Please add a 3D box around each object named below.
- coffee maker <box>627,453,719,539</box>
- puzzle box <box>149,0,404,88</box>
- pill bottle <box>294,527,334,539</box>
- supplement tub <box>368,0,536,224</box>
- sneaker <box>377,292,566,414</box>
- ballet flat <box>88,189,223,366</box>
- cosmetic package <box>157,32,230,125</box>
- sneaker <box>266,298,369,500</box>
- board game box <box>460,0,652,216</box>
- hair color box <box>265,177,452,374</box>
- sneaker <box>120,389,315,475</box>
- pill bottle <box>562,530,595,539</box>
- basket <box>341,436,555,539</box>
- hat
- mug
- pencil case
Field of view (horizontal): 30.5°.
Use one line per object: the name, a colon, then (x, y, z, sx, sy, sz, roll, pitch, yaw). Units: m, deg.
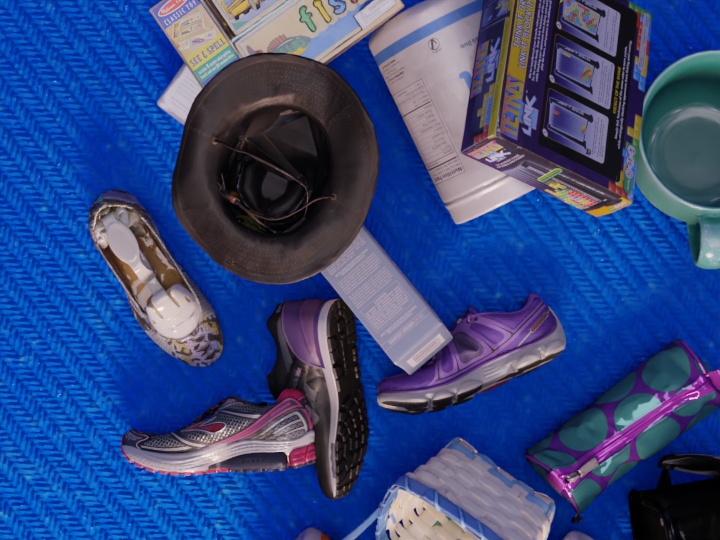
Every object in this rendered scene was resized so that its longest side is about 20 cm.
coffee maker: (0.378, 0.259, 1.259, 0.197, 0.192, 0.136, -11, 112, -4)
puzzle box: (-0.076, -0.240, 1.210, 0.199, 0.025, 0.134, -36, 92, 0)
pill bottle: (0.003, 0.350, 1.296, 0.199, 0.110, 0.110, 34, 91, -3)
supplement tub: (0.104, -0.162, 1.268, 0.131, 0.132, 0.202, -27, 93, -1)
sneaker: (0.104, 0.084, 1.318, 0.198, 0.081, 0.084, -23, 76, -8)
ballet flat: (-0.205, 0.012, 1.294, 0.072, 0.072, 0.201, -33, 94, -1)
cosmetic package: (-0.107, -0.217, 1.272, 0.071, 0.101, 0.201, 36, 90, -3)
sneaker: (-0.047, 0.126, 1.316, 0.087, 0.076, 0.203, 0, 100, 26)
board game box: (0.183, -0.173, 1.211, 0.164, 0.057, 0.202, 22, 67, -25)
hair color box: (0.000, 0.000, 1.259, 0.060, 0.099, 0.201, -39, 75, 1)
sneaker: (-0.138, 0.160, 1.290, 0.197, 0.081, 0.076, -6, 84, 12)
pill bottle: (0.186, 0.364, 1.281, 0.114, 0.114, 0.201, 38, 98, -3)
basket: (0.082, 0.273, 1.243, 0.176, 0.140, 0.200, 35, 48, 22)
hat: (-0.071, -0.093, 1.192, 0.198, 0.081, 0.203, 1, 97, 7)
mug: (0.326, -0.109, 1.278, 0.151, 0.114, 0.186, 34, 86, 7)
pencil case: (0.264, 0.155, 1.307, 0.199, 0.092, 0.085, -37, 93, -1)
